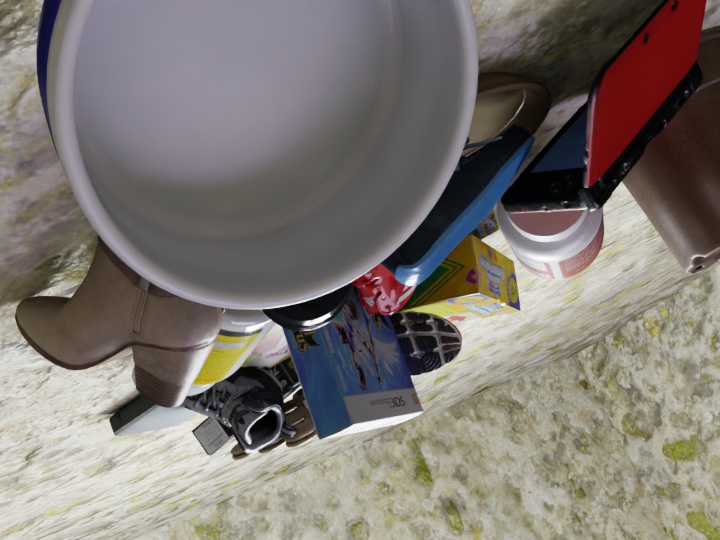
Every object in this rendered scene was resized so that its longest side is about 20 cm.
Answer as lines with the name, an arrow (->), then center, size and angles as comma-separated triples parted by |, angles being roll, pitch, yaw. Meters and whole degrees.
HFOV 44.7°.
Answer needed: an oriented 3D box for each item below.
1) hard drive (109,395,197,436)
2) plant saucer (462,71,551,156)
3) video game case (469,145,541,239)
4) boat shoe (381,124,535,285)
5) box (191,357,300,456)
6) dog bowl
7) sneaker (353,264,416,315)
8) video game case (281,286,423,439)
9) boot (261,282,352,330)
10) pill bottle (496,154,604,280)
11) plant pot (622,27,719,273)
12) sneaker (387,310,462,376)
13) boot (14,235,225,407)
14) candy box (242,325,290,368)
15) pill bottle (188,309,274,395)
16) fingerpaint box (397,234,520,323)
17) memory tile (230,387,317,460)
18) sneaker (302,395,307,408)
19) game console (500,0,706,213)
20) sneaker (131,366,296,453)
hard drive -> -0.232, 0.165, 1.212 | 0.199, 0.033, 0.139 | -34, 162, 25
plant saucer -> 0.081, -0.119, 0.804 | 0.198, 0.030, 0.200 | -24, 165, -7
video game case -> 0.141, -0.071, 1.064 | 0.180, 0.023, 0.200 | -28, 165, 6
boat shoe -> 0.080, -0.075, 0.755 | 0.200, 0.068, 0.085 | -42, 162, -36
box -> -0.116, 0.159, 1.241 | 0.198, 0.050, 0.200 | -39, 176, 29
dog bowl -> -0.047, -0.088, 0.415 | 0.198, 0.079, 0.203 | -12, 120, -22
sneaker -> 0.000, 0.000, 0.870 | 0.198, 0.117, 0.078 | -12, -156, -38
video game case -> -0.016, 0.067, 0.922 | 0.045, 0.202, 0.181 | -25, 166, 21
boot -> -0.067, -0.024, 0.585 | 0.073, 0.200, 0.163 | -18, 156, -17
pill bottle -> 0.208, -0.059, 0.955 | 0.111, 0.113, 0.200 | -28, 164, 10
plant pot -> 0.370, -0.118, 0.944 | 0.198, 0.200, 0.201 | -23, 163, -7
sneaker -> 0.034, 0.082, 1.052 | 0.198, 0.078, 0.085 | -9, -172, 28
boot -> -0.190, 0.013, 0.682 | 0.070, 0.198, 0.148 | -38, 146, -56
candy box -> -0.105, 0.055, 1.006 | 0.135, 0.062, 0.200 | -31, 164, 14
pill bottle -> -0.140, 0.036, 0.798 | 0.113, 0.115, 0.200 | -15, 161, -33
fingerpaint box -> 0.095, 0.020, 1.095 | 0.165, 0.074, 0.200 | -12, 167, 23
memory tile -> -0.073, 0.188, 1.159 | 0.152, 0.017, 0.200 | -21, -170, 36
sneaker -> -0.024, 0.100, 1.159 | 0.074, 0.085, 0.200 | -19, -162, 42
game console -> 0.212, -0.157, 0.775 | 0.200, 0.119, 0.171 | -45, -155, -26
sneaker -> -0.165, 0.151, 1.028 | 0.198, 0.114, 0.076 | 18, 103, -31
